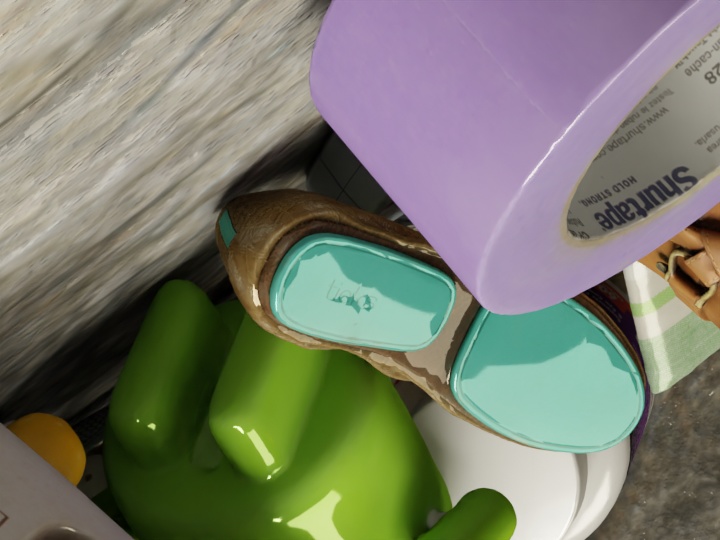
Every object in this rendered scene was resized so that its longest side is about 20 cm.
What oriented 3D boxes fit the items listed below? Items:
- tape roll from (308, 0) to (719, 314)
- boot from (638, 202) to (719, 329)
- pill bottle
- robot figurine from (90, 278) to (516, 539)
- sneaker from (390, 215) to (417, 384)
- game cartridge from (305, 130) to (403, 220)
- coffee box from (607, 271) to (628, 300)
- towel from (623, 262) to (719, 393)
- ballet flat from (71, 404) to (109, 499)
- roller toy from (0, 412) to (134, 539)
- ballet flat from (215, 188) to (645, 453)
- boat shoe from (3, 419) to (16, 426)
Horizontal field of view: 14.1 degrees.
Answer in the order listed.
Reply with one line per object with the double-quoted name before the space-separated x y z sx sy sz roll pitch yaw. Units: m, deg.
"tape roll" 0.087 -0.084 0.875 0.200 0.085 0.200 -36 163 -12
"boot" 0.122 -0.014 1.083 0.077 0.155 0.200 -35 172 -37
"pill bottle" 0.070 0.067 1.301 0.111 0.111 0.200 -41 -178 16
"robot figurine" -0.028 0.090 1.142 0.200 0.175 0.116 64 35 -46
"sneaker" 0.000 0.000 1.222 0.200 0.081 0.075 -36 143 -5
"game cartridge" 0.056 -0.084 1.074 0.133 0.042 0.200 -30 169 -35
"coffee box" 0.123 -0.040 1.418 0.200 0.113 0.080 -42 174 16
"towel" 0.160 -0.066 1.280 0.152 0.023 0.200 -36 129 -26
"ballet flat" -0.086 0.085 1.252 0.200 0.069 0.071 -40 -164 -28
"roller toy" -0.153 0.133 0.917 0.200 0.140 0.182 -48 178 -4
"ballet flat" 0.023 0.013 1.086 0.200 0.072 0.068 19 104 -38
"boat shoe" -0.170 0.131 1.156 0.072 0.060 0.202 -33 171 -41
